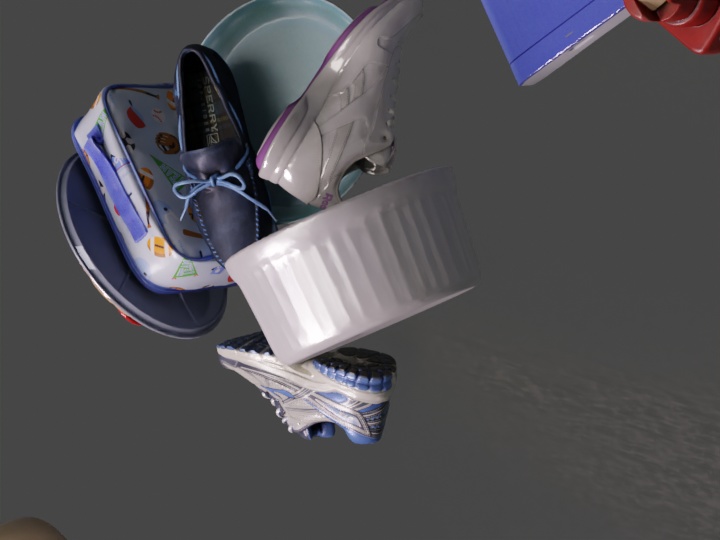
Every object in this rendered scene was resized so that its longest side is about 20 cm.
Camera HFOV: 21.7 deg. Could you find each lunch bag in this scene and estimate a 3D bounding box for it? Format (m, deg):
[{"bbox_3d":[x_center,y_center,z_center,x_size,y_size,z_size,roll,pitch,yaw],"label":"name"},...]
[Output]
[{"bbox_3d":[-0.169,-0.078,1.682,0.076,0.160,0.201,-42,68,38],"label":"lunch bag"}]

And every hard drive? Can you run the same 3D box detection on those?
[{"bbox_3d":[0.133,-0.264,1.458,0.132,0.025,0.201,-34,72,41],"label":"hard drive"}]

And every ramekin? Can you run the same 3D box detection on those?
[{"bbox_3d":[0.000,0.000,1.511,0.200,0.200,0.098,-26,85,43],"label":"ramekin"}]

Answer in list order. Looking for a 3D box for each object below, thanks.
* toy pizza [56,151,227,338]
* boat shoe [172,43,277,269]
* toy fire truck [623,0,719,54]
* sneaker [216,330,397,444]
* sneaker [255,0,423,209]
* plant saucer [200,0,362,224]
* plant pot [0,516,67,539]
[{"bbox_3d":[-0.200,-0.021,1.692,0.032,0.200,0.201,-37,70,28],"label":"toy pizza"},{"bbox_3d":[-0.130,-0.094,1.597,0.084,0.069,0.201,-21,78,8],"label":"boat shoe"},{"bbox_3d":[0.221,-0.239,1.255,0.129,0.199,0.177,47,125,28],"label":"toy fire truck"},{"bbox_3d":[-0.055,0.107,1.660,0.199,0.077,0.086,14,110,42],"label":"sneaker"},{"bbox_3d":[0.002,-0.136,1.541,0.099,0.075,0.200,35,79,0],"label":"sneaker"},{"bbox_3d":[-0.065,-0.139,1.629,0.199,0.027,0.202,-2,86,25],"label":"plant saucer"},{"bbox_3d":[-0.389,0.370,1.976,0.200,0.134,0.202,7,100,43],"label":"plant pot"}]
